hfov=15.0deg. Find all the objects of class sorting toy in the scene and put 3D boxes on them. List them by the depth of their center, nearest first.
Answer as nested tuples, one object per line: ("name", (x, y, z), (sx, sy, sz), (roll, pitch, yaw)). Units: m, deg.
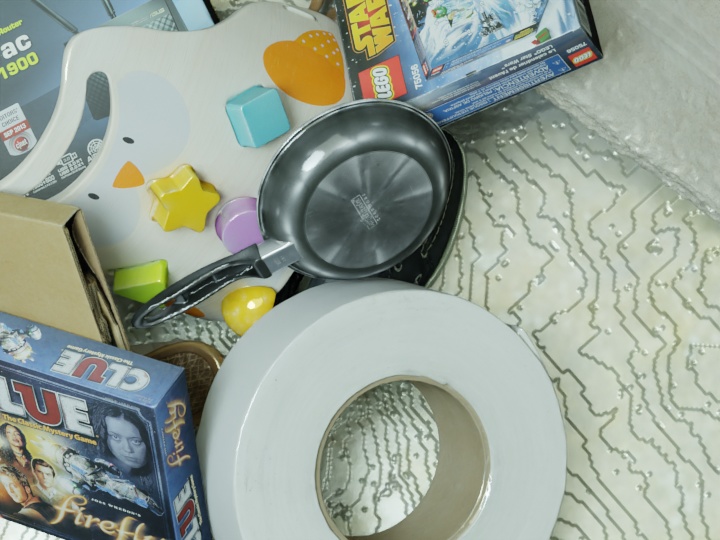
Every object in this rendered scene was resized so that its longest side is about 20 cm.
("sorting toy", (-0.113, -0.057, 1.501), (0.200, 0.180, 0.107), (-57, 40, 21))

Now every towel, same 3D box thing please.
("towel", (0.177, -0.125, 1.570), (0.200, 0.034, 0.133), (36, 78, -15))

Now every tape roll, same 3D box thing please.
("tape roll", (0.013, 0.105, 1.521), (0.202, 0.071, 0.203), (-2, 96, -21))

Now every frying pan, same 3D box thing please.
("frying pan", (-0.035, -0.031, 1.477), (0.190, 0.115, 0.031), (-15, 38, -15))

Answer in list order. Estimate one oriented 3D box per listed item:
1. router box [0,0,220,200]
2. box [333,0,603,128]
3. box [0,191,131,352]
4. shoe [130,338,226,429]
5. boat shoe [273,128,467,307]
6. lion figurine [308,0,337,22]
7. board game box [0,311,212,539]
("router box", (-0.177, -0.116, 1.612), (0.200, 0.062, 0.150), (-27, 80, 0))
("box", (0.049, -0.180, 1.538), (0.137, 0.040, 0.200), (-22, 57, 18))
("box", (-0.219, 0.014, 1.506), (0.200, 0.164, 0.021), (12, 47, 28))
("shoe", (-0.161, 0.082, 1.587), (0.199, 0.053, 0.070), (-11, 90, 17))
("boat shoe", (-0.002, -0.001, 1.582), (0.074, 0.066, 0.200), (37, 86, 8))
("lion figurine", (0.050, -0.184, 1.603), (0.199, 0.072, 0.123), (3, 79, 7))
("board game box", (-0.182, 0.086, 1.504), (0.200, 0.136, 0.035), (15, 45, 23))
